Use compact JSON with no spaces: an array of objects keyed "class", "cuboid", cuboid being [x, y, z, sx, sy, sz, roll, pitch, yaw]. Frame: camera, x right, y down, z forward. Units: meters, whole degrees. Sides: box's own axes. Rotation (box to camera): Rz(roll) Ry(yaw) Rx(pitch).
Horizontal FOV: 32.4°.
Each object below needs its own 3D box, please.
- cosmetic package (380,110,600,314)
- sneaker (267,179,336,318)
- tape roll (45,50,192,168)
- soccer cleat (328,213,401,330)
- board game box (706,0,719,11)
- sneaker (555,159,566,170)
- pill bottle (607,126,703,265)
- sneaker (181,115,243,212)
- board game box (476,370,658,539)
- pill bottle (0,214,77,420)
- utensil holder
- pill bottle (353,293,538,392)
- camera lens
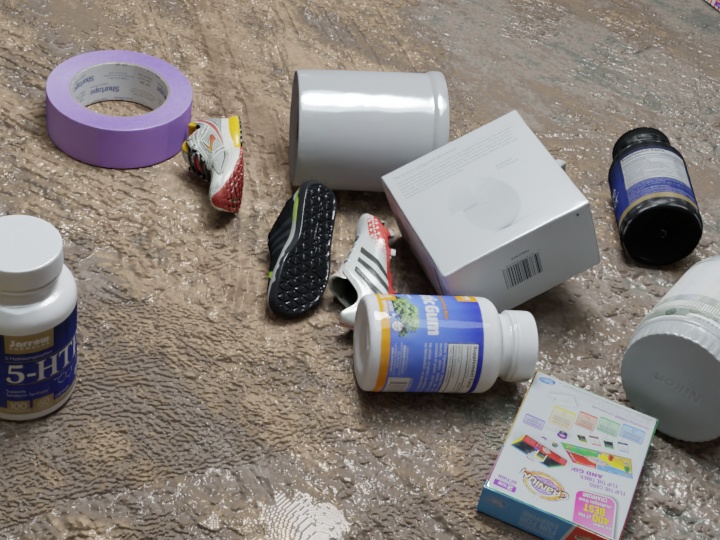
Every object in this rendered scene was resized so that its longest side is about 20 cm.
[{"class":"cosmetic package","cuboid":[0.161,-0.064,1.554,0.199,0.123,0.200,-26,49,-3]},{"class":"sneaker","cuboid":[-0.081,-0.021,1.551,0.072,0.083,0.201,33,55,-26]},{"class":"tape roll","cuboid":[-0.335,-0.227,1.722,0.199,0.066,0.201,7,41,-6]},{"class":"soccer cleat","cuboid":[0.000,0.000,1.537,0.085,0.069,0.201,5,45,-14]},{"class":"board game box","cuboid":[0.721,-0.559,2.370,0.199,0.046,0.152,-16,47,-28]},{"class":"sneaker","cuboid":[0.210,-0.109,1.710,0.088,0.076,0.200,28,45,27]},{"class":"pill bottle","cuboid":[0.405,-0.109,1.722,0.111,0.112,0.201,8,40,-4]},{"class":"sneaker","cuboid":[-0.197,-0.140,1.655,0.082,0.078,0.200,-1,32,-8]},{"class":"board game box","cuboid":[0.231,0.212,1.362,0.152,0.040,0.200,22,41,12]},{"class":"pill bottle","cuboid":[-0.356,0.048,1.292,0.119,0.201,0.120,6,40,-5]},{"class":"utensil holder","cuboid":[0.007,-0.188,1.683,0.199,0.171,0.170,1,41,-7]},{"class":"pill bottle","cuboid":[0.097,0.084,1.424,0.199,0.113,0.112,1,41,-11]},{"class":"camera lens","cuboid":[0.415,0.087,1.457,0.160,0.161,0.200,31,44,22]}]
